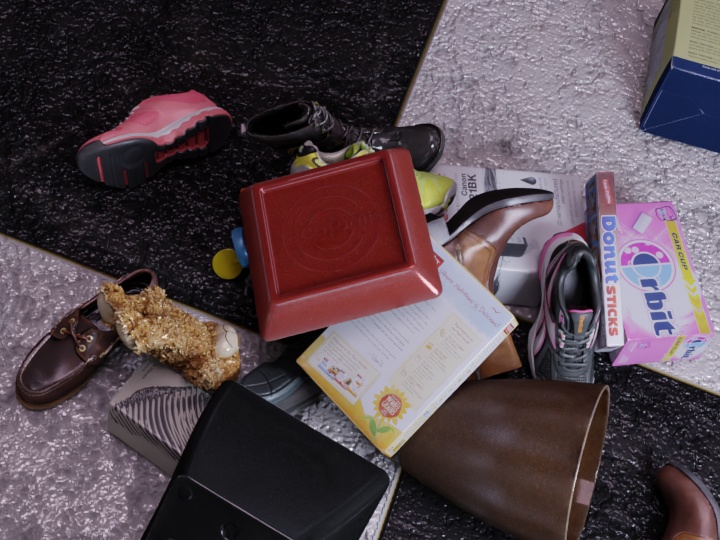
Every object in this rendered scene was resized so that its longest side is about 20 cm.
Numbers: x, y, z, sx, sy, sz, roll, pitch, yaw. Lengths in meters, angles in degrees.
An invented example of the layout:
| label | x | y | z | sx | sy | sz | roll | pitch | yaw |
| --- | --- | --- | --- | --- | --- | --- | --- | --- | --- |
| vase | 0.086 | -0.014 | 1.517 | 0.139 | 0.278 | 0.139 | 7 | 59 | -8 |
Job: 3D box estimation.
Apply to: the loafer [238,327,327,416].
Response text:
| label | x | y | z | sx | sy | sz | roll | pitch | yaw |
| --- | --- | --- | --- | --- | --- | --- | --- | --- | --- |
| loafer | -0.061 | 0.120 | 1.668 | 0.072 | 0.064 | 0.199 | 26 | 38 | 37 |

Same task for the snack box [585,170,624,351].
| label | x | y | z | sx | sy | sz | roll | pitch | yaw |
| --- | --- | --- | --- | --- | --- | --- | --- | --- | --- |
| snack box | 0.281 | -0.010 | 1.729 | 0.024 | 0.072 | 0.202 | -2 | 82 | -2 |

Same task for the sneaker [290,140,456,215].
| label | x | y | z | sx | sy | sz | roll | pitch | yaw |
| --- | --- | --- | --- | --- | --- | --- | --- | --- | --- |
| sneaker | 0.017 | -0.103 | 1.698 | 0.198 | 0.077 | 0.076 | 1 | 24 | -15 |

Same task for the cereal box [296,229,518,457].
| label | x | y | z | sx | sy | sz | roll | pitch | yaw |
| --- | --- | --- | --- | --- | --- | --- | --- | --- | --- |
| cereal box | 0.049 | 0.076 | 1.585 | 0.200 | 0.040 | 0.144 | -45 | 68 | -1 |

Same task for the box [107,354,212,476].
| label | x | y | z | sx | sy | sz | roll | pitch | yaw |
| --- | --- | --- | --- | --- | --- | --- | --- | --- | --- |
| box | -0.170 | 0.184 | 1.593 | 0.199 | 0.069 | 0.082 | 32 | 57 | 10 |

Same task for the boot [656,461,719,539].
| label | x | y | z | sx | sy | sz | roll | pitch | yaw |
| --- | --- | --- | --- | --- | --- | --- | --- | --- | --- |
| boot | 0.304 | 0.320 | 1.626 | 0.198 | 0.069 | 0.190 | -17 | 71 | -13 |

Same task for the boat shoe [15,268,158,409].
| label | x | y | z | sx | sy | sz | roll | pitch | yaw |
| --- | --- | --- | --- | --- | --- | --- | --- | --- | --- |
| boat shoe | -0.299 | 0.068 | 1.638 | 0.070 | 0.071 | 0.200 | 39 | 60 | 12 |

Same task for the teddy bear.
| label | x | y | z | sx | sy | sz | roll | pitch | yaw |
| --- | --- | --- | --- | --- | --- | --- | --- | --- | --- |
| teddy bear | -0.196 | 0.067 | 1.594 | 0.199 | 0.145 | 0.067 | 32 | 94 | -27 |

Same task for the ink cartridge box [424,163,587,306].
| label | x | y | z | sx | sy | sz | roll | pitch | yaw |
| --- | --- | --- | --- | --- | --- | --- | --- | --- | --- |
| ink cartridge box | 0.164 | -0.042 | 1.792 | 0.198 | 0.084 | 0.146 | 4 | 59 | -9 |

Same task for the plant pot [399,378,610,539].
| label | x | y | z | sx | sy | sz | roll | pitch | yaw |
| --- | --- | --- | --- | --- | --- | --- | --- | --- | --- |
| plant pot | 0.149 | 0.192 | 1.606 | 0.198 | 0.188 | 0.188 | 12 | 55 | 17 |

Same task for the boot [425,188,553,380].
| label | x | y | z | sx | sy | sz | roll | pitch | yaw |
| --- | --- | --- | --- | --- | --- | --- | --- | --- | --- |
| boot | 0.151 | 0.020 | 1.683 | 0.187 | 0.068 | 0.202 | -21 | 104 | -14 |

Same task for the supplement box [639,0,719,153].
| label | x | y | z | sx | sy | sz | roll | pitch | yaw |
| --- | --- | --- | --- | --- | --- | --- | --- | --- | --- |
| supplement box | 0.490 | -0.274 | 1.973 | 0.198 | 0.135 | 0.201 | 16 | 57 | -2 |

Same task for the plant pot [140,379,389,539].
| label | x | y | z | sx | sy | sz | roll | pitch | yaw |
| --- | --- | --- | --- | --- | --- | --- | --- | --- | --- |
| plant pot | -0.117 | 0.257 | 1.443 | 0.198 | 0.201 | 0.177 | 30 | 17 | 8 |

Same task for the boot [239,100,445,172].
| label | x | y | z | sx | sy | sz | roll | pitch | yaw |
| --- | --- | --- | --- | --- | --- | --- | --- | --- | --- |
| boot | -0.019 | -0.152 | 1.737 | 0.198 | 0.174 | 0.070 | -11 | 69 | 24 |

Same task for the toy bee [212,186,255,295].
| label | x | y | z | sx | sy | sz | roll | pitch | yaw |
| --- | --- | --- | --- | --- | --- | --- | --- | --- | --- |
| toy bee | -0.110 | -0.006 | 1.719 | 0.130 | 0.109 | 0.201 | -3 | 39 | 22 |

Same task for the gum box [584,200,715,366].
| label | x | y | z | sx | sy | sz | roll | pitch | yaw |
| --- | --- | --- | --- | --- | --- | --- | --- | --- | --- |
| gum box | 0.339 | 0.009 | 1.807 | 0.112 | 0.066 | 0.202 | -4 | 59 | -13 |

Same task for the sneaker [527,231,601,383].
| label | x | y | z | sx | sy | sz | roll | pitch | yaw |
| --- | --- | --- | --- | --- | --- | --- | --- | --- | --- |
| sneaker | 0.236 | 0.061 | 1.697 | 0.079 | 0.086 | 0.202 | -6 | 98 | -8 |

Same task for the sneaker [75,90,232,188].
| label | x | y | z | sx | sy | sz | roll | pitch | yaw |
| --- | --- | --- | --- | --- | --- | --- | --- | --- | --- |
| sneaker | -0.257 | -0.164 | 1.802 | 0.199 | 0.074 | 0.087 | -20 | 51 | -27 |

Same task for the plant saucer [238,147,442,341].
| label | x | y | z | sx | sy | sz | roll | pitch | yaw |
| --- | --- | --- | --- | --- | --- | --- | --- | --- | --- |
| plant saucer | -0.028 | -0.039 | 1.594 | 0.197 | 0.037 | 0.202 | -14 | 56 | 4 |
